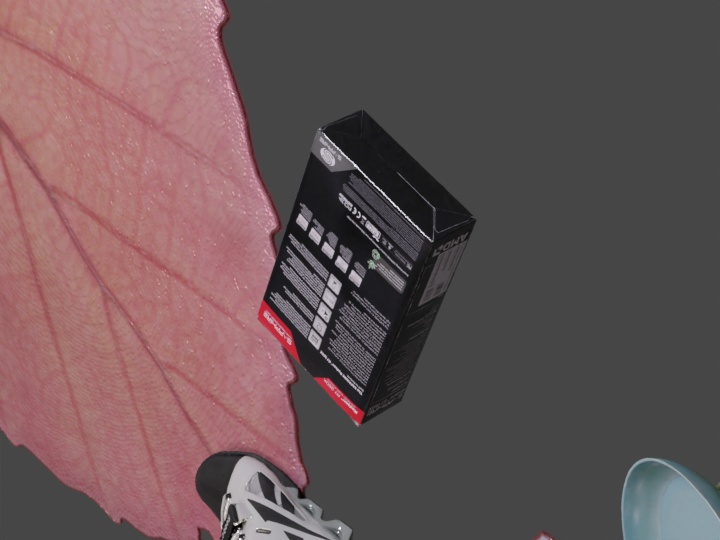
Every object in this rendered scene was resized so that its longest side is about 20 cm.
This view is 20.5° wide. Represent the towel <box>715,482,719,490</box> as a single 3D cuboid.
[{"bbox_3d":[0.300,0.162,1.177,0.200,0.036,0.149,43,139,25],"label":"towel"}]

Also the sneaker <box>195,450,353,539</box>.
[{"bbox_3d":[-0.084,0.214,1.624,0.199,0.088,0.075,28,131,40],"label":"sneaker"}]

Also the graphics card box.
[{"bbox_3d":[0.000,0.000,1.430,0.125,0.051,0.201,45,140,24],"label":"graphics card box"}]

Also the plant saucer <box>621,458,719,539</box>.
[{"bbox_3d":[0.222,0.209,1.248,0.200,0.027,0.202,161,90,-75],"label":"plant saucer"}]
